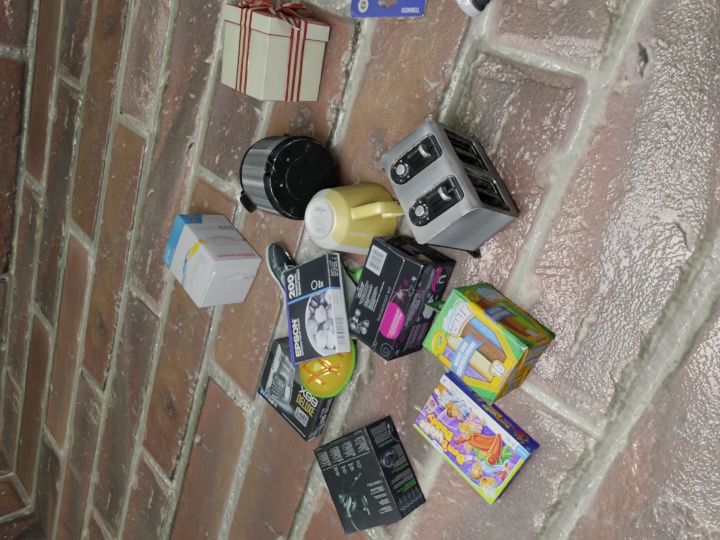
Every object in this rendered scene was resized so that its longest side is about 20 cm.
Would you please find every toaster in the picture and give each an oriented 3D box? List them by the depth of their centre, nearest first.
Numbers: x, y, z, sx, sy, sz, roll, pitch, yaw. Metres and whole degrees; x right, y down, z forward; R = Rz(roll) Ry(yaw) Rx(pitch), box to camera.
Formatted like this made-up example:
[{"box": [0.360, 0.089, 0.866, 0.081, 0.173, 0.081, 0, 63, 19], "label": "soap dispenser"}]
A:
[{"box": [0.155, -0.131, 0.927, 0.118, 0.199, 0.182, -36, 64, 34], "label": "toaster"}]

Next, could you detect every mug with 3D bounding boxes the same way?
[{"box": [-0.019, -0.115, 1.090, 0.187, 0.153, 0.150, -48, 64, 32], "label": "mug"}]

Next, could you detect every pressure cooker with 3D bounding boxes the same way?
[{"box": [-0.162, -0.204, 1.183, 0.199, 0.175, 0.180, 18, 106, 53], "label": "pressure cooker"}]

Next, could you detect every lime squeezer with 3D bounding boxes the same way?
[{"box": [0.000, 0.000, 1.139, 0.038, 0.070, 0.200, -64, 16, -18], "label": "lime squeezer"}]

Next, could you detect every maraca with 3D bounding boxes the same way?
[{"box": [-0.069, 0.175, 1.196, 0.136, 0.107, 0.202, 3, 72, 23], "label": "maraca"}]

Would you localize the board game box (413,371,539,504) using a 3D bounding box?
[{"box": [0.206, 0.302, 1.008, 0.200, 0.045, 0.135, 41, 119, 30], "label": "board game box"}]

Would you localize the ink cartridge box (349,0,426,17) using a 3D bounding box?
[{"box": [0.053, -0.597, 1.053, 0.199, 0.040, 0.202, 19, 107, 38], "label": "ink cartridge box"}]

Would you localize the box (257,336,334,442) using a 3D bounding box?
[{"box": [-0.151, 0.279, 1.308, 0.200, 0.050, 0.159, 35, 115, 33], "label": "box"}]

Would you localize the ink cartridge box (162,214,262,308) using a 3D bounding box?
[{"box": [-0.383, -0.028, 1.413, 0.200, 0.146, 0.147, 44, 120, 29], "label": "ink cartridge box"}]

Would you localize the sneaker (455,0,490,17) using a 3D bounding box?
[{"box": [0.192, -0.543, 0.921, 0.113, 0.075, 0.202, -24, 85, 39], "label": "sneaker"}]

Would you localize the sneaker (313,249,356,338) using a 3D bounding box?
[{"box": [-0.055, 0.063, 1.189, 0.201, 0.075, 0.105, 63, 148, 12], "label": "sneaker"}]

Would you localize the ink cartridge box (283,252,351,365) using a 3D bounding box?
[{"box": [-0.107, 0.086, 1.128, 0.199, 0.043, 0.200, -23, 70, 45], "label": "ink cartridge box"}]

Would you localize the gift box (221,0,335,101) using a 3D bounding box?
[{"box": [-0.170, -0.471, 1.173, 0.199, 0.184, 0.188, 28, 120, 31], "label": "gift box"}]

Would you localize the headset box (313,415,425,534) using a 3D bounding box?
[{"box": [0.019, 0.435, 1.150, 0.174, 0.092, 0.201, -35, 72, 37], "label": "headset box"}]

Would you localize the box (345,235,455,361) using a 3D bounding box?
[{"box": [0.071, 0.047, 1.054, 0.132, 0.114, 0.201, 33, 114, 35], "label": "box"}]

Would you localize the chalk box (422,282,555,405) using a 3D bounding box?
[{"box": [0.201, 0.104, 0.941, 0.200, 0.124, 0.125, 41, 119, 28], "label": "chalk box"}]

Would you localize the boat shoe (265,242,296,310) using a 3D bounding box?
[{"box": [-0.159, 0.023, 1.274, 0.062, 0.075, 0.202, -29, 77, 40], "label": "boat shoe"}]
